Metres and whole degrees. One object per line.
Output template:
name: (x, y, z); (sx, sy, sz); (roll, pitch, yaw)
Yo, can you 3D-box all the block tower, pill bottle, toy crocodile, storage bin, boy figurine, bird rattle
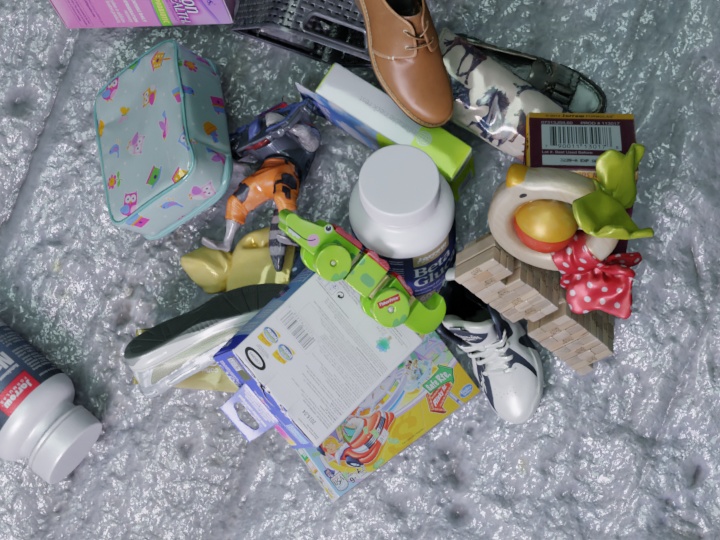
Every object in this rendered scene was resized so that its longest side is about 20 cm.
block tower: (0.185, 0.030, 1.595); (0.058, 0.200, 0.054); (-28, 38, 35)
pill bottle: (-0.396, 0.144, 1.760); (0.200, 0.120, 0.120); (38, 96, 10)
toy crocodile: (0.000, 0.000, 1.555); (0.200, 0.068, 0.062); (38, 88, -14)
storage bin: (-0.045, -0.280, 1.647); (0.135, 0.200, 0.094); (17, 91, -19)
boy figurine: (-0.104, 0.011, 1.731); (0.199, 0.064, 0.125); (3, 84, 13)
pill bottle: (0.045, -0.048, 1.623); (0.110, 0.200, 0.112); (-2, 65, 4)
bird rattle: (0.205, -0.045, 1.504); (0.162, 0.200, 0.113); (16, 61, 4)

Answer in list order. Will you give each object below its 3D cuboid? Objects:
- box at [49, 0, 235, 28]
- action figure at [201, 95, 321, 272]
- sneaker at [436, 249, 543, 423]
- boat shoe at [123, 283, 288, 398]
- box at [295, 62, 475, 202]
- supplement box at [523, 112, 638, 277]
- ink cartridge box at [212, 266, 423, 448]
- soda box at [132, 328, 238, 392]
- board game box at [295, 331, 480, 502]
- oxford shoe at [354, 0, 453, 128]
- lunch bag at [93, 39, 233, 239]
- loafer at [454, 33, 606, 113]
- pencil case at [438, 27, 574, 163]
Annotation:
box: (-0.237, -0.371, 1.725); (0.199, 0.097, 0.177); (-1, 65, 12)
action figure: (-0.108, -0.103, 1.712); (0.200, 0.104, 0.194); (-12, 51, 46)
sneaker: (0.129, 0.077, 1.634); (0.079, 0.129, 0.200); (-4, 99, 28)
boat shoe: (-0.153, 0.073, 1.673); (0.201, 0.074, 0.065); (-24, 115, -4)
box: (0.029, -0.153, 1.679); (0.200, 0.122, 0.048); (34, 86, 10)
supplement box: (0.220, -0.062, 1.592); (0.110, 0.200, 0.086); (2, 49, 4)
ink cartridge box: (-0.055, 0.091, 1.603); (0.200, 0.076, 0.137); (-44, 99, -23)
soda box: (-0.151, 0.102, 1.736); (0.199, 0.068, 0.064); (3, 90, 12)
board game box: (0.011, 0.137, 1.674); (0.200, 0.034, 0.135); (-35, 82, -20)
oxford shoe: (0.047, -0.231, 1.542); (0.071, 0.071, 0.201); (-31, 110, -16)
lunch bag: (-0.222, -0.144, 1.714); (0.160, 0.077, 0.201); (-34, 53, 32)
loafer: (0.170, -0.206, 1.683); (0.199, 0.063, 0.072); (21, 93, 11)
pencil case: (0.145, -0.167, 1.638); (0.200, 0.078, 0.090); (32, 102, -5)
